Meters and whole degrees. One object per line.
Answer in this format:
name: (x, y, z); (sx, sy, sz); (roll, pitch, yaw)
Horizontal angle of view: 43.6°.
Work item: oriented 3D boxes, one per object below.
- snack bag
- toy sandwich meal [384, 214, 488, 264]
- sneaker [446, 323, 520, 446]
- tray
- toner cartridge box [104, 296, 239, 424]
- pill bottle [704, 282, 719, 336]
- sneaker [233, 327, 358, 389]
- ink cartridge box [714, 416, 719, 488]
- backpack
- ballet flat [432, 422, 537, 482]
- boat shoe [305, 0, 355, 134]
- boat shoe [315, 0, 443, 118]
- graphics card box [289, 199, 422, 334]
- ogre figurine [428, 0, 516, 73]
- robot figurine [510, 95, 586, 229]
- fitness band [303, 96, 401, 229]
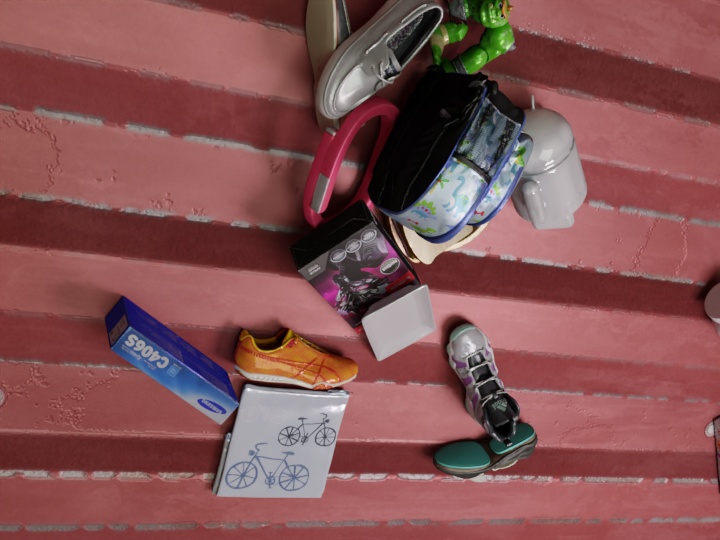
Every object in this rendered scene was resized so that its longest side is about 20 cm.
snack bag: (-0.123, 0.266, 1.394); (0.184, 0.021, 0.204); (7, 110, -25)
toy sandwich meal: (0.128, -0.105, 1.302); (0.200, 0.070, 0.210); (-8, 115, -18)
sneaker: (0.208, 0.189, 1.421); (0.077, 0.140, 0.203); (-28, 120, -7)
tray: (0.056, 0.073, 1.324); (0.106, 0.022, 0.201); (-27, 157, -3)
toner cartridge box: (-0.259, 0.125, 1.236); (0.043, 0.095, 0.199); (-45, 120, 5)
pill bottle: (0.696, 0.096, 1.596); (0.198, 0.104, 0.105); (32, 99, -30)
sneaker: (-0.087, 0.128, 1.321); (0.196, 0.073, 0.079); (10, 99, -28)
ink cartridge box: (0.786, 0.369, 1.727); (0.142, 0.145, 0.204); (-22, 118, -10)
backpack: (0.116, -0.138, 1.162); (0.146, 0.183, 0.202); (32, 92, -26)
ballet flat: (0.215, 0.321, 1.528); (0.195, 0.068, 0.070); (-13, 125, -16)
boat shoe: (-0.027, -0.275, 1.168); (0.061, 0.071, 0.204); (-19, 121, -26)
boat shoe: (0.027, -0.265, 1.124); (0.200, 0.068, 0.072); (-45, 136, -9)
graphics card box: (0.000, 0.000, 1.263); (0.124, 0.051, 0.200); (-31, 140, 7)
ogre figurine: (0.141, -0.351, 1.191); (0.117, 0.098, 0.205); (-12, 102, 4)
robot figurine: (0.262, -0.151, 1.301); (0.110, 0.172, 0.202); (-6, 136, 25)
fitness band: (-0.010, -0.139, 1.213); (0.142, 0.037, 0.203); (-15, 134, -53)
